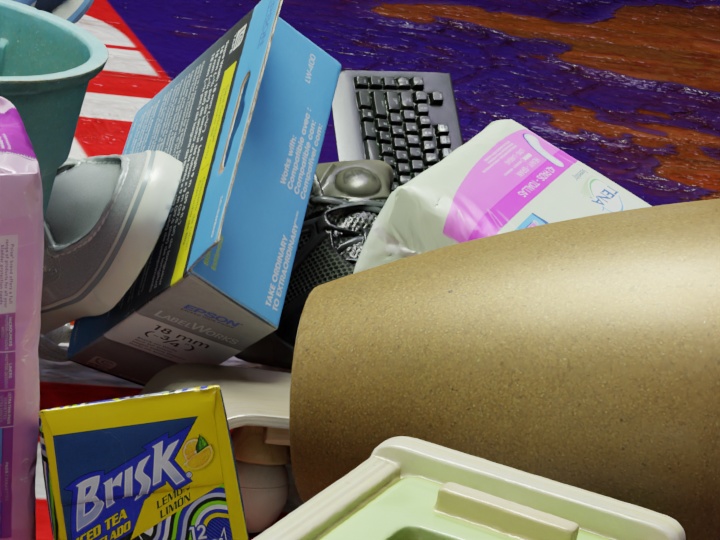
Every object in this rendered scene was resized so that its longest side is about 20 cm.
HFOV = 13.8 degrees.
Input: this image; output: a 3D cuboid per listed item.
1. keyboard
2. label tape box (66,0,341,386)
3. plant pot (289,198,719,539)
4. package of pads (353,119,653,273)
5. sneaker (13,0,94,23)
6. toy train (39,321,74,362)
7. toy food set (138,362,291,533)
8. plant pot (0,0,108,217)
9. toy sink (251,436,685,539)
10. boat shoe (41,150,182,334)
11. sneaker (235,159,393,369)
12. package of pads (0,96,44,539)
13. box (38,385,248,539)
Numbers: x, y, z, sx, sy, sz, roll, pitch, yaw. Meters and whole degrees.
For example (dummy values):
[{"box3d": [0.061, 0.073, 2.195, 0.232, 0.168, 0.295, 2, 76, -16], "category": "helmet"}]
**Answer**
[{"box3d": [0.054, -0.022, 1.610, 0.127, 0.021, 0.201, 3, 59, -21], "category": "keyboard"}, {"box3d": [-0.063, -0.036, 1.418, 0.063, 0.145, 0.200, 22, -24, -19], "category": "label tape box"}, {"box3d": [0.076, 0.058, 1.231, 0.199, 0.187, 0.186, 2, 15, 10], "category": "plant pot"}, {"box3d": [0.112, 0.015, 1.401, 0.200, 0.068, 0.154, 33, 23, 9], "category": "package of pads"}, {"box3d": [-0.202, -0.126, 1.474, 0.074, 0.082, 0.200, 5, 40, 21], "category": "sneaker"}, {"box3d": [-0.119, -0.002, 1.588, 0.150, 0.056, 0.200, 24, 21, 39], "category": "toy train"}, {"box3d": [-0.002, 0.090, 1.374, 0.199, 0.061, 0.143, 8, 5, -15], "category": "toy food set"}, {"box3d": [-0.227, -0.018, 1.321, 0.199, 0.197, 0.200, 10, 15, -3], "category": "plant pot"}, {"box3d": [0.041, 0.139, 1.117, 0.130, 0.112, 0.200, 17, 18, 20], "category": "toy sink"}, {"box3d": [-0.149, -0.018, 1.417, 0.071, 0.070, 0.201, 26, -23, -18], "category": "boat shoe"}, {"box3d": [0.000, 0.000, 1.472, 0.076, 0.115, 0.199, 10, 0, -24], "category": "sneaker"}, {"box3d": [-0.167, 0.034, 1.183, 0.075, 0.201, 0.121, -2, 20, -14], "category": "package of pads"}, {"box3d": [-0.087, 0.085, 1.154, 0.070, 0.065, 0.200, -8, -5, -6], "category": "box"}]
